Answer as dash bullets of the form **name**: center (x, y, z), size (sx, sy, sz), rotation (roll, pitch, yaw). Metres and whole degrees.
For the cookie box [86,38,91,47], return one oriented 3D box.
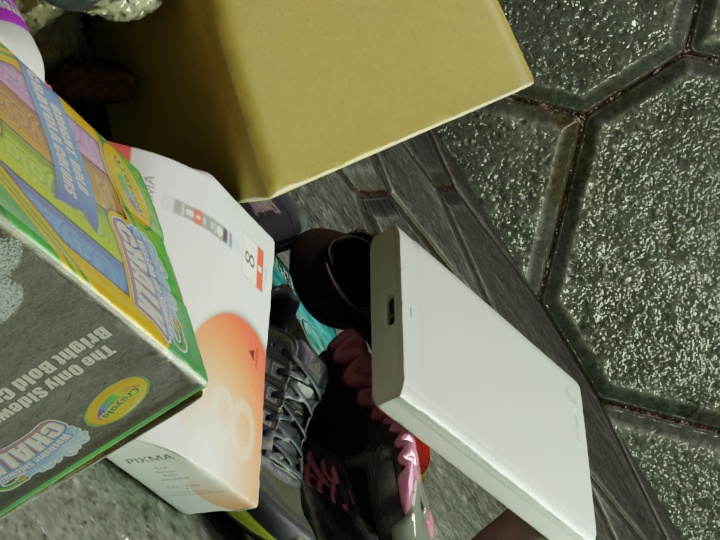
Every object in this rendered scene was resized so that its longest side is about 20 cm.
- **cookie box**: center (-0.146, -0.168, 1.188), size (0.200, 0.075, 0.171), rotation (56, -8, -22)

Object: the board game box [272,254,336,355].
- **board game box**: center (-0.070, 0.021, 1.261), size (0.200, 0.028, 0.135), rotation (51, 12, -34)

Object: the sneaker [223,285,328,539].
- **sneaker**: center (-0.056, 0.080, 1.009), size (0.074, 0.081, 0.200), rotation (48, 15, -45)

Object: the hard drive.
- **hard drive**: center (0.077, 0.076, 1.091), size (0.200, 0.026, 0.132), rotation (39, 35, -36)

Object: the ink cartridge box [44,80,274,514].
- **ink cartridge box**: center (-0.104, 0.013, 0.873), size (0.200, 0.050, 0.163), rotation (53, 34, -57)

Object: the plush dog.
- **plush dog**: center (-0.199, -0.172, 0.985), size (0.200, 0.160, 0.172), rotation (61, -9, 29)

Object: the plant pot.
- **plant pot**: center (-0.052, -0.165, 1.031), size (0.195, 0.194, 0.201), rotation (4, -65, 60)

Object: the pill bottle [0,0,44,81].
- **pill bottle**: center (-0.207, -0.110, 0.780), size (0.200, 0.104, 0.104), rotation (61, 11, 15)

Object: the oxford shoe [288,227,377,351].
- **oxford shoe**: center (0.000, 0.000, 1.189), size (0.200, 0.073, 0.085), rotation (32, -25, 58)

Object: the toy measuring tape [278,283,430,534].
- **toy measuring tape**: center (-0.004, 0.095, 1.208), size (0.200, 0.073, 0.074), rotation (63, 10, -3)

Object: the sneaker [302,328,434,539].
- **sneaker**: center (-0.017, 0.113, 1.074), size (0.200, 0.095, 0.079), rotation (-121, -162, -60)

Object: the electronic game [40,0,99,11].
- **electronic game**: center (-0.176, -0.202, 0.781), size (0.200, 0.042, 0.200), rotation (54, 13, -18)

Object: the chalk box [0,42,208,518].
- **chalk box**: center (-0.147, 0.007, 0.673), size (0.200, 0.124, 0.124), rotation (47, 15, -51)

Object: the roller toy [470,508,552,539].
- **roller toy**: center (0.118, 0.260, 1.152), size (0.183, 0.140, 0.200), rotation (49, 11, 10)

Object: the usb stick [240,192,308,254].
- **usb stick**: center (-0.076, -0.034, 1.223), size (0.056, 0.033, 0.200), rotation (59, 11, 1)
